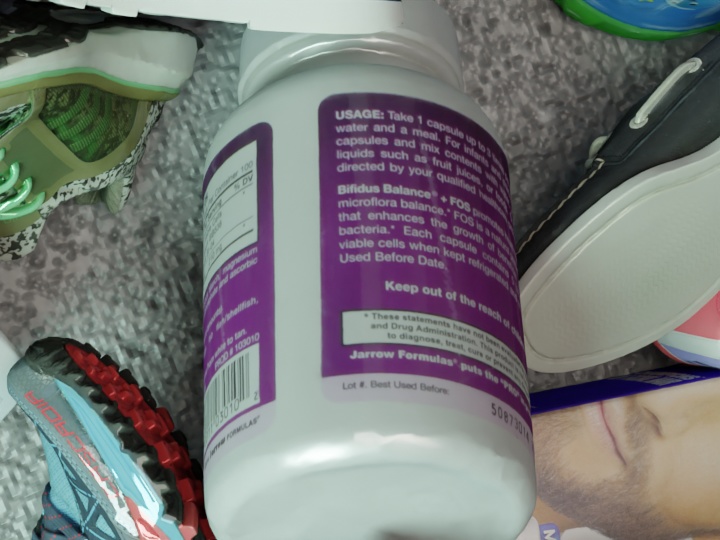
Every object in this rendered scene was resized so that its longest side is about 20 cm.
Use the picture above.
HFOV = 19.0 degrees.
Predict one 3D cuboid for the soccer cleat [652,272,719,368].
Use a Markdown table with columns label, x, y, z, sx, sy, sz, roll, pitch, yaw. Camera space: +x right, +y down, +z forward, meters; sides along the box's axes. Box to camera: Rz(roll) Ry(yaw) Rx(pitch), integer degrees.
| label | x | y | z | sx | sy | sz | roll | pitch | yaw |
| --- | --- | --- | --- | --- | --- | --- | --- | --- | --- |
| soccer cleat | 0.199 | -0.022 | 0.862 | 0.200 | 0.076 | 0.067 | -30 | 118 | -13 |

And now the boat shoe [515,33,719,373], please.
| label | x | y | z | sx | sy | sz | roll | pitch | yaw |
| --- | --- | --- | --- | --- | --- | --- | --- | --- | --- |
| boat shoe | 0.122 | -0.040 | 0.812 | 0.200 | 0.060 | 0.074 | -40 | 134 | -10 |

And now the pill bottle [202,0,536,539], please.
| label | x | y | z | sx | sy | sz | roll | pitch | yaw |
| --- | --- | --- | --- | --- | --- | --- | --- | --- | --- |
| pill bottle | 0.000 | 0.000 | 0.755 | 0.112 | 0.112 | 0.201 | 9 | 57 | -17 |

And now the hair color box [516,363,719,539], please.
| label | x | y | z | sx | sy | sz | roll | pitch | yaw |
| --- | --- | --- | --- | --- | --- | --- | --- | --- | --- |
| hair color box | 0.080 | 0.103 | 0.836 | 0.199 | 0.065 | 0.110 | -10 | 92 | -19 |

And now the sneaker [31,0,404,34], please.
| label | x | y | z | sx | sy | sz | roll | pitch | yaw |
| --- | --- | --- | --- | --- | --- | --- | --- | --- | --- |
| sneaker | -0.079 | -0.124 | 0.704 | 0.199 | 0.076 | 0.081 | 3 | 100 | -18 |

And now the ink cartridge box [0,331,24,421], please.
| label | x | y | z | sx | sy | sz | roll | pitch | yaw |
| --- | --- | --- | --- | --- | --- | --- | --- | --- | --- |
| ink cartridge box | -0.219 | 0.061 | 0.690 | 0.087 | 0.145 | 0.200 | 34 | 77 | 25 |

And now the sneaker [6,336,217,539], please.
| label | x | y | z | sx | sy | sz | roll | pitch | yaw |
| --- | --- | --- | --- | --- | --- | --- | --- | --- | --- |
| sneaker | -0.085 | 0.121 | 0.747 | 0.095 | 0.079 | 0.201 | -25 | 108 | -1 |

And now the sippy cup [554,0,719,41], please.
| label | x | y | z | sx | sy | sz | roll | pitch | yaw |
| --- | --- | --- | --- | --- | --- | --- | --- | --- | --- |
| sippy cup | 0.136 | -0.162 | 0.821 | 0.178 | 0.130 | 0.140 | -36 | 100 | -15 |

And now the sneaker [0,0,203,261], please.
| label | x | y | z | sx | sy | sz | roll | pitch | yaw |
| --- | --- | --- | --- | --- | --- | --- | --- | --- | --- |
| sneaker | -0.118 | -0.043 | 0.727 | 0.077 | 0.200 | 0.089 | 14 | 103 | 25 |
